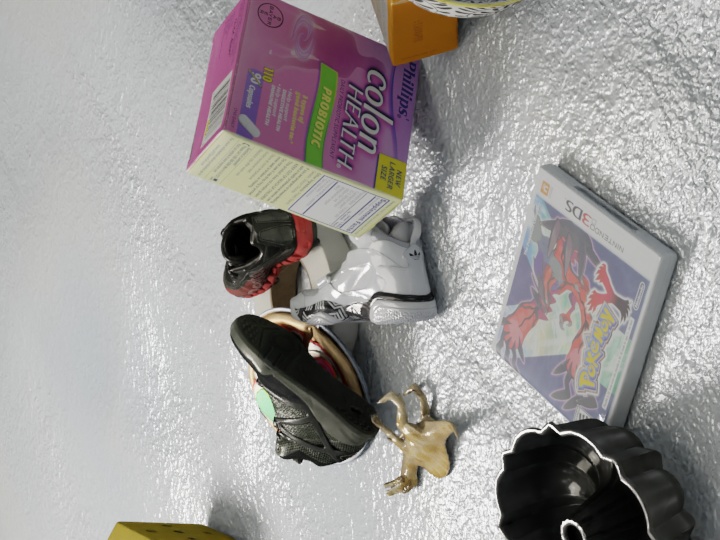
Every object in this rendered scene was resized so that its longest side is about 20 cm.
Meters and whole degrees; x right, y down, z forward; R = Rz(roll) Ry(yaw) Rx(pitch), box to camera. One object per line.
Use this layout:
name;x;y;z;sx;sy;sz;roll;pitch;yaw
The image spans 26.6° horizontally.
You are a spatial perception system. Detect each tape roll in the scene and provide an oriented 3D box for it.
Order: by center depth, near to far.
tape roll;-0.067;0.030;1.800;0.203;0.037;0.203;12;104;58

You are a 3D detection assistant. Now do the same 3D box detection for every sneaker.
sneaker;0.000;0.000;1.636;0.200;0.075;0.115;-3;90;46
sneaker;-0.083;0.142;1.688;0.199;0.076;0.114;41;124;1
sneaker;-0.129;-0.020;1.766;0.200;0.098;0.071;-39;63;55

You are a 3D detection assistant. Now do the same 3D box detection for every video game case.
video game case;0.196;0.031;1.376;0.182;0.023;0.200;44;131;47

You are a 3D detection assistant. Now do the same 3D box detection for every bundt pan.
bundt pan;0.209;0.217;1.311;0.202;0.076;0.202;28;126;46

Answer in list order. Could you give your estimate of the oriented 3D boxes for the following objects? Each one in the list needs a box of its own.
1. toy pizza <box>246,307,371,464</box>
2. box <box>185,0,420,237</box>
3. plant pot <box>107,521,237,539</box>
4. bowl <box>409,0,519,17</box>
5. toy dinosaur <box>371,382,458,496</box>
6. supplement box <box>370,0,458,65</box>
toy pizza;-0.068;0.138;1.758;0.200;0.032;0.200;24;128;35
box;-0.055;-0.157;1.540;0.097;0.200;0.176;-38;37;52
plant pot;-0.254;0.436;2.040;0.200;0.200;0.176;5;87;59
bowl;0.089;-0.298;1.369;0.094;0.201;0.201;108;147;-66
toy dinosaur;0.066;0.170;1.600;0.101;0.058;0.200;57;149;15
supplement box;0.036;-0.322;1.496;0.126;0.073;0.200;84;169;-70
